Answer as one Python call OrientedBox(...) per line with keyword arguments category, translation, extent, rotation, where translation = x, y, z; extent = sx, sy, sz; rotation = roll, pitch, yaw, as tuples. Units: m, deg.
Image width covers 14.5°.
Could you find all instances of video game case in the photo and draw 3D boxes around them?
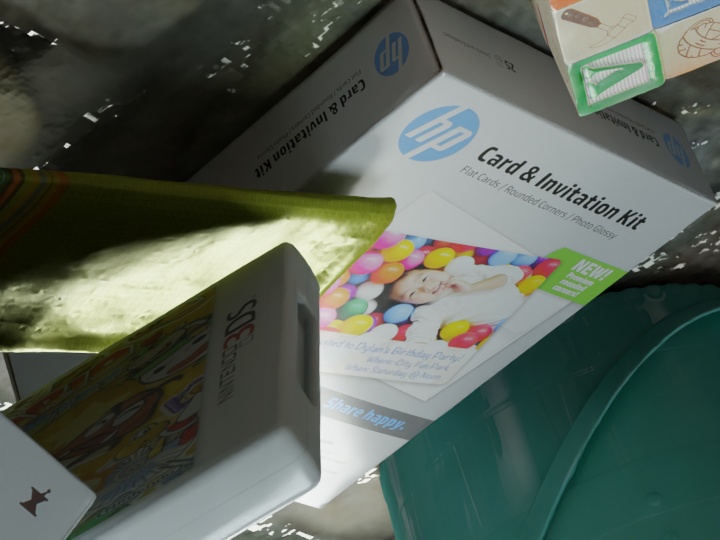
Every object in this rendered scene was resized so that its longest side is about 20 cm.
OrientedBox(category="video game case", translation=(-0.100, 0.071, 0.796), extent=(0.199, 0.182, 0.023), rotation=(-31, 103, 7))

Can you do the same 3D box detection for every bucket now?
OrientedBox(category="bucket", translation=(0.110, 0.109, 1.099), extent=(0.206, 0.135, 0.208), rotation=(-15, 148, -9))

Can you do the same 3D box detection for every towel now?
OrientedBox(category="towel", translation=(-0.086, 0.000, 0.849), extent=(0.199, 0.018, 0.086), rotation=(3, 146, -40))

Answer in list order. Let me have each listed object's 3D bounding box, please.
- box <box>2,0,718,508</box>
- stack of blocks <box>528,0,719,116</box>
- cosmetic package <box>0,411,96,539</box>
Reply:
OrientedBox(category="box", translation=(0.000, 0.000, 0.967), extent=(0.200, 0.041, 0.155), rotation=(-39, 143, 25))
OrientedBox(category="stack of blocks", translation=(0.064, -0.129, 0.795), extent=(0.114, 0.059, 0.200), rotation=(-21, 148, 1))
OrientedBox(category="cosmetic package", translation=(-0.173, 0.007, 0.706), extent=(0.200, 0.151, 0.052), rotation=(42, 73, -18))
